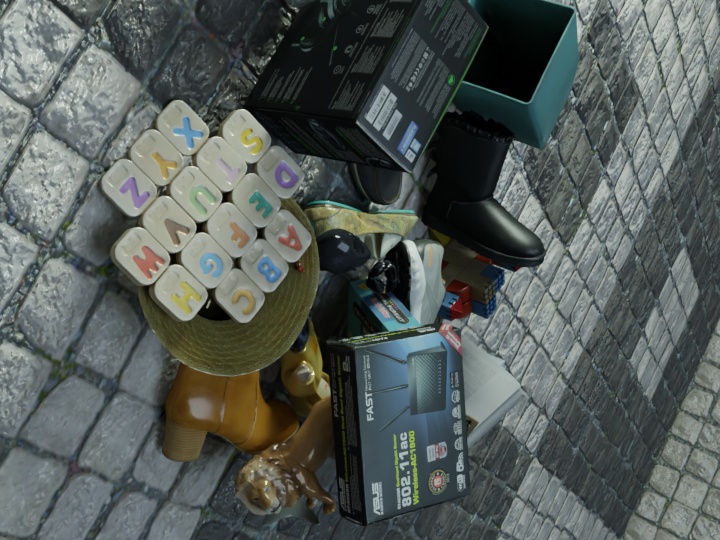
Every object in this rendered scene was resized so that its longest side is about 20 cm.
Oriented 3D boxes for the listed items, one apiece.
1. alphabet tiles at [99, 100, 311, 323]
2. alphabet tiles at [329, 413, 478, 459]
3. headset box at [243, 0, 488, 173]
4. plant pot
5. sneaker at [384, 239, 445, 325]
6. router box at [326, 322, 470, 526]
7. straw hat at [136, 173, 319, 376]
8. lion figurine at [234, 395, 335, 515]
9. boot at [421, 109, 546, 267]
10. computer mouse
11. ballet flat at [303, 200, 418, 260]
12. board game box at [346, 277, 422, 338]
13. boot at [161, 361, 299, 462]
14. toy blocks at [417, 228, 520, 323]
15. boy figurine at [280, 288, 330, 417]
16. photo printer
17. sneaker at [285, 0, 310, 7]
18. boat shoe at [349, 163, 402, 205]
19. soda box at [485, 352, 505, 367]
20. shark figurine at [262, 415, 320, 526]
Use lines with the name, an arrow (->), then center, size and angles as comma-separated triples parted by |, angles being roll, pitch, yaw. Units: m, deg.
alphabet tiles -> -0.141, -0.055, 0.965 | 0.196, 0.015, 0.201 | 47, 64, -21
alphabet tiles -> 0.054, 0.186, 1.247 | 0.199, 0.008, 0.168 | 34, 98, -36
headset box -> -0.002, -0.203, 1.022 | 0.093, 0.199, 0.175 | 38, 75, -40
plant pot -> 0.210, -0.258, 1.371 | 0.142, 0.140, 0.200 | -63, 155, -9
sneaker -> 0.077, 0.054, 1.327 | 0.079, 0.074, 0.202 | -12, 118, -31
router box -> 0.044, 0.168, 1.145 | 0.148, 0.062, 0.203 | -8, 96, -33
straw hat -> -0.142, 0.006, 1.019 | 0.199, 0.085, 0.204 | 2, 86, -32
lion figurine -> -0.053, 0.200, 1.159 | 0.123, 0.072, 0.201 | 46, 69, -30
boot -> 0.169, -0.111, 1.341 | 0.073, 0.197, 0.164 | -28, 137, -50
computer mouse -> 0.000, 0.000, 1.195 | 0.058, 0.034, 0.200 | -35, 152, 13
ballet flat -> 0.002, -0.044, 1.233 | 0.199, 0.070, 0.072 | 2, 107, -53
board game box -> 0.030, 0.134, 1.304 | 0.046, 0.151, 0.202 | -9, 120, -22
boot -> -0.126, 0.132, 1.131 | 0.200, 0.071, 0.145 | -6, 124, -47
toy blocks -> 0.140, 0.014, 1.417 | 0.200, 0.136, 0.101 | -44, 141, -33
boy figurine -> -0.064, 0.098, 1.190 | 0.125, 0.064, 0.202 | -98, 178, -61
photo printer -> 0.116, 0.179, 1.457 | 0.199, 0.166, 0.070 | -32, 154, -44
sneaker -> -0.057, -0.348, 0.969 | 0.078, 0.079, 0.201 | -38, 162, -31
boat shoe -> 0.032, -0.159, 1.209 | 0.074, 0.073, 0.202 | -42, 140, -35
soda box -> 0.148, 0.188, 1.600 | 0.199, 0.068, 0.064 | -21, 126, -49
shark figurine -> -0.068, 0.215, 1.304 | 0.089, 0.128, 0.216 | 23, 108, -34
